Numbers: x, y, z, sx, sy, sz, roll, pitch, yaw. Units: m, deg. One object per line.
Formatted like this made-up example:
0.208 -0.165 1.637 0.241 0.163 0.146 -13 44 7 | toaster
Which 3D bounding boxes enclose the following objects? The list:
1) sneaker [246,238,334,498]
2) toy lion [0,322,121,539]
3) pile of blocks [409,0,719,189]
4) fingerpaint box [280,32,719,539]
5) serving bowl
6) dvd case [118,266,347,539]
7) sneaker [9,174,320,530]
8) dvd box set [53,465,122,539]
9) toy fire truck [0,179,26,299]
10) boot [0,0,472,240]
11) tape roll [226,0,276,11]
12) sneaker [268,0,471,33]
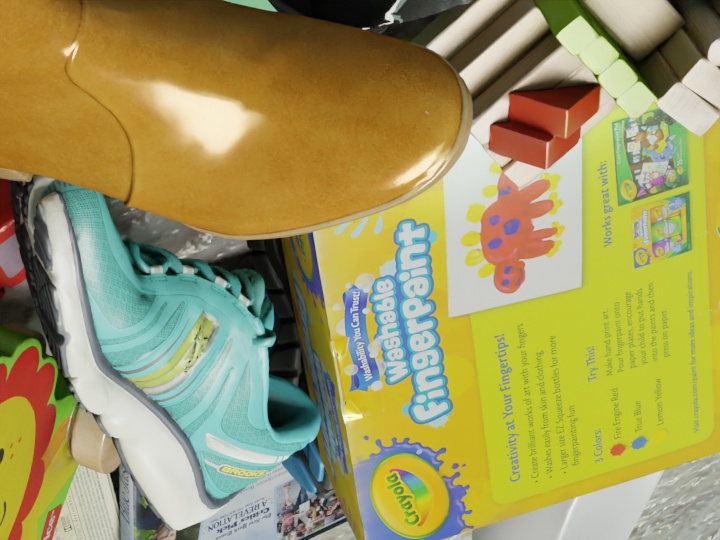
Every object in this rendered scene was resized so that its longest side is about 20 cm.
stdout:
0.000 0.000 0.998 0.082 0.073 0.200 -21 132 -30 | sneaker
-0.159 0.111 0.908 0.192 0.068 0.201 -34 142 -70 | toy lion
0.118 -0.086 0.782 0.199 0.062 0.082 -20 124 -1 | pile of blocks
0.057 0.000 0.914 0.166 0.073 0.200 -17 130 -9 | fingerpaint box
0.110 0.085 1.171 0.200 0.066 0.200 -54 161 -28 | serving bowl
-0.048 0.072 1.089 0.142 0.018 0.200 -23 141 -25 | dvd case
-0.074 0.017 0.869 0.079 0.078 0.200 -26 140 1 | sneaker
-0.208 0.127 1.058 0.200 0.029 0.146 -23 147 -11 | dvd box set
-0.153 -0.065 0.824 0.141 0.049 0.200 -36 146 11 | toy fire truck
-0.079 -0.063 0.702 0.201 0.071 0.144 2 165 21 | boot
-0.034 -0.171 0.775 0.200 0.048 0.201 -21 147 -14 | tape roll
-0.028 -0.118 0.734 0.200 0.077 0.111 -16 136 -33 | sneaker
